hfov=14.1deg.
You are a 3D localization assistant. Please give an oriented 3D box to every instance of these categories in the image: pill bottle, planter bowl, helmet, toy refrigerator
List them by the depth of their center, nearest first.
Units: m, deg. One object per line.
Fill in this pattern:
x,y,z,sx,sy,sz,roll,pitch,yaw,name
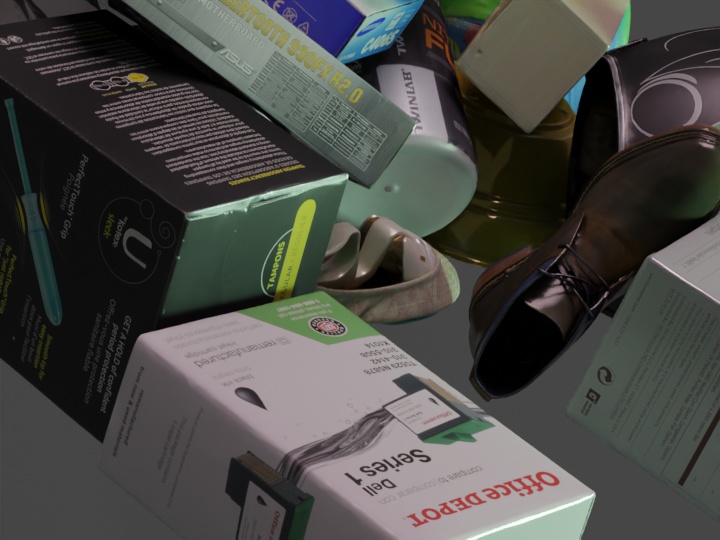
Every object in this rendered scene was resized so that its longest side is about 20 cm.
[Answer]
0.233,-0.050,1.795,0.189,0.201,0.200,4,27,-8,helmet
0.005,-0.125,1.806,0.106,0.106,0.201,7,51,-24,pill bottle
0.115,-0.153,1.827,0.070,0.076,0.200,42,17,-2,toy refrigerator
0.083,-0.081,1.895,0.199,0.084,0.201,15,25,-7,planter bowl

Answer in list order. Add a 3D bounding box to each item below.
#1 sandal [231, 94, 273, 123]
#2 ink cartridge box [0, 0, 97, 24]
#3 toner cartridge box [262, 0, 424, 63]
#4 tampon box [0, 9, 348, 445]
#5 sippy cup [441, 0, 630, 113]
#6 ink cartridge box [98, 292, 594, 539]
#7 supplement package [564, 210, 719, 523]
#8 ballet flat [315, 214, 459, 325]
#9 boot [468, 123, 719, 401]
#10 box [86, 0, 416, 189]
-0.078,-0.042,1.649,0.082,0.050,0.203,38,-18,-1,sandal
-0.202,-0.197,1.802,0.199,0.085,0.146,-14,18,19,ink cartridge box
-0.061,-0.205,1.705,0.200,0.043,0.095,43,25,9,toner cartridge box
-0.131,-0.025,1.547,0.200,0.151,0.126,36,33,31,tampon box
0.102,-0.164,2.034,0.130,0.178,0.140,19,51,26,sippy cup
-0.006,0.105,1.437,0.200,0.085,0.146,35,30,30,ink cartridge box
0.239,0.076,1.632,0.200,0.118,0.117,35,28,17,supplement package
0.000,0.000,1.696,0.067,0.063,0.199,34,28,28,ballet flat
0.137,0.001,1.663,0.075,0.200,0.097,41,29,-13,boot
-0.080,-0.131,1.624,0.200,0.048,0.158,36,-4,-23,box
